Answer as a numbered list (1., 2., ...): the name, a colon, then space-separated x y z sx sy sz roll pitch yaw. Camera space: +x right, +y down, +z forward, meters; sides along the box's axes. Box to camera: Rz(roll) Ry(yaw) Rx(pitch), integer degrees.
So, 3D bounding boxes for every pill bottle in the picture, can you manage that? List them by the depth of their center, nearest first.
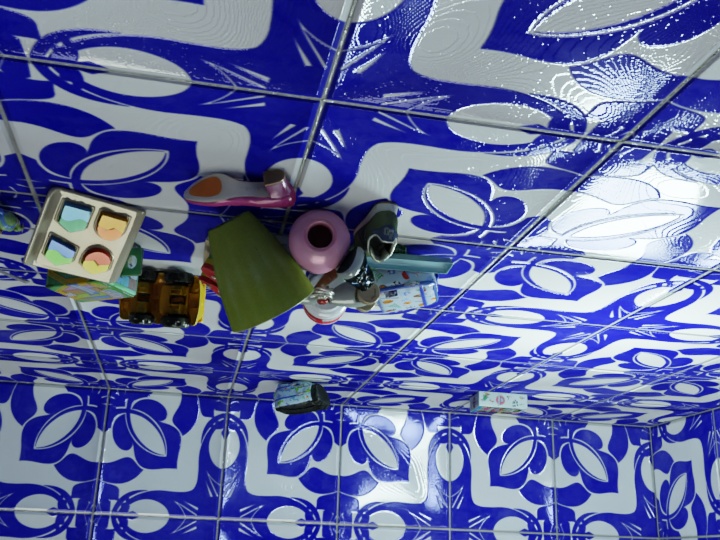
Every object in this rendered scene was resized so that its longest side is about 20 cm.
1. pill bottle: -0.083 0.064 1.980 0.111 0.113 0.200 3 170 -3

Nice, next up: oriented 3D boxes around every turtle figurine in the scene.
1. turtle figurine: -0.756 -0.053 1.717 0.192 0.145 0.200 -2 157 24

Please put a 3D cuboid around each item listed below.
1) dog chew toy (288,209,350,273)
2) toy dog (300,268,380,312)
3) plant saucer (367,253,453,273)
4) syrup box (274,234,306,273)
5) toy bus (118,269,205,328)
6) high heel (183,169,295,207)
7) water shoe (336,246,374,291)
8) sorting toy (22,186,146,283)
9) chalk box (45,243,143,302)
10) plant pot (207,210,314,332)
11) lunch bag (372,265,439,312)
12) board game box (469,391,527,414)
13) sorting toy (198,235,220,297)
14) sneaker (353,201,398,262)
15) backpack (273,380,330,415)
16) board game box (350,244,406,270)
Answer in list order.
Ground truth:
1. dog chew toy: -0.086 -0.049 1.707 0.123 0.126 0.200 4 169 -5
2. toy dog: -0.046 0.030 1.826 0.199 0.097 0.132 11 160 -31
3. plant saucer: 0.103 -0.018 1.854 0.198 0.019 0.070 5 160 -7
4. syrup box: -0.165 -0.006 1.883 0.081 0.080 0.200 4 161 -7
5. toy bus: -0.481 0.072 2.096 0.198 0.137 0.192 3 177 2
6. high heel: -0.220 -0.135 1.546 0.198 0.068 0.096 -13 149 3
7. water shoe: 0.000 0.000 1.686 0.079 0.072 0.200 40 -179 -5
8. sorting toy: -0.550 -0.063 1.676 0.199 0.037 0.186 13 119 -34
9. chalk box: -0.568 -0.012 1.842 0.198 0.126 0.124 -8 159 23
10. plant pot: -0.218 -0.010 1.680 0.186 0.201 0.187 -25 -170 5
11. lunch bag: 0.111 0.039 1.978 0.159 0.076 0.200 -8 163 5
12. board game box: 0.552 0.533 3.364 0.198 0.065 0.148 5 160 -6
13. sorting toy: -0.274 0.027 1.866 0.198 0.070 0.200 32 160 -2
14. sneaker: 0.028 -0.054 1.688 0.066 0.091 0.200 6 154 -14
15. backpack: -0.239 0.495 3.245 0.199 0.155 0.163 -25 158 8
16. board game box: 0.005 -0.028 1.892 0.104 0.024 0.199 12 158 -33
